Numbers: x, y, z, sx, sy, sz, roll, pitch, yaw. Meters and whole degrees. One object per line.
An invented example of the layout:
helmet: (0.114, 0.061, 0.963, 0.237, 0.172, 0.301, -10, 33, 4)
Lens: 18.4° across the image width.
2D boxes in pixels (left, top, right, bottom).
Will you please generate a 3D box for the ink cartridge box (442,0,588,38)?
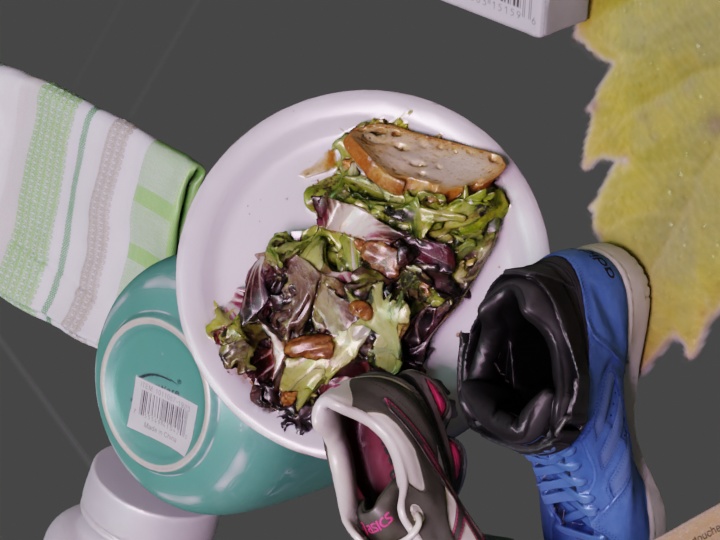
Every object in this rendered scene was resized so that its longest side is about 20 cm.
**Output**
ink cartridge box: (0.035, -0.231, 1.144, 0.200, 0.044, 0.174, 26, 127, 35)

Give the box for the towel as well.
towel: (-0.187, -0.035, 1.401, 0.200, 0.031, 0.149, 27, 114, 35)

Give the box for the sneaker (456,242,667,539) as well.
sneaker: (0.096, 0.091, 1.120, 0.077, 0.111, 0.200, 7, 102, 40)

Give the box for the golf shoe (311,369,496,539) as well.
golf shoe: (0.030, 0.144, 1.087, 0.077, 0.088, 0.200, -33, 73, 23)

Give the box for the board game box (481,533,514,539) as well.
board game box: (0.070, 0.251, 1.155, 0.200, 0.029, 0.135, -113, 41, -55)

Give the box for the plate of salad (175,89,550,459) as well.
plate of salad: (0.000, 0.000, 1.169, 0.200, 0.048, 0.200, -1, 80, 5)

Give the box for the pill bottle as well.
pill bottle: (-0.149, 0.209, 1.350, 0.111, 0.111, 0.200, 35, 117, 32)

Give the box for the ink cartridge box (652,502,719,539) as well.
ink cartridge box: (0.182, 0.149, 1.018, 0.200, 0.165, 0.075, -36, 71, 38)

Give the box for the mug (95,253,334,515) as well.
mug: (-0.067, 0.054, 1.254, 0.185, 0.114, 0.152, -38, 72, 38)
